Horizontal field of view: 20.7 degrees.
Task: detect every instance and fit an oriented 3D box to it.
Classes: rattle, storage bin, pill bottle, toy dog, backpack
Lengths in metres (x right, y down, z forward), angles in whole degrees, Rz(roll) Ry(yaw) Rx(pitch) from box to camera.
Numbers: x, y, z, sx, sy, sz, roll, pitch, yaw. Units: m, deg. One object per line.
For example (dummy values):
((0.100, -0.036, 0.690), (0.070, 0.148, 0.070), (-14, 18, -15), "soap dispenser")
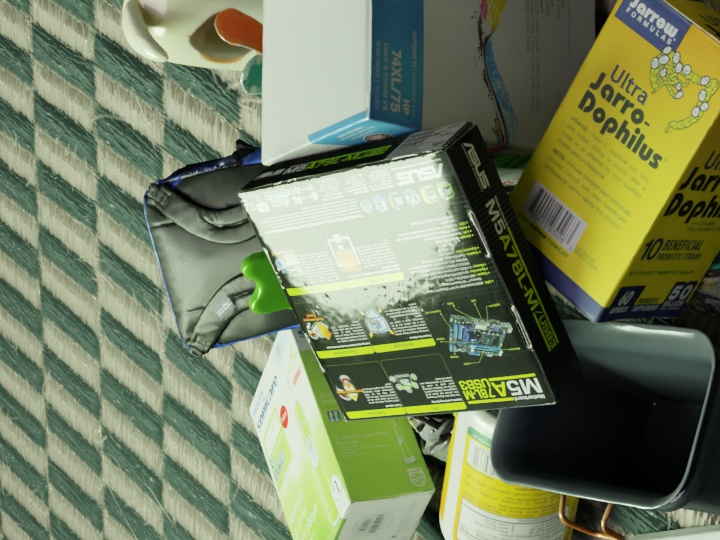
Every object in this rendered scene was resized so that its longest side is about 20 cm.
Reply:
((-0.013, -0.139, 1.505), (0.131, 0.141, 0.201), (-87, -17, -44), "rattle")
((0.210, 0.126, 1.403), (0.199, 0.134, 0.147), (2, 73, 54), "storage bin")
((0.123, 0.173, 1.593), (0.113, 0.112, 0.202), (37, 135, 38), "pill bottle")
((-0.082, -0.213, 1.617), (0.199, 0.194, 0.140), (23, 119, 4), "toy dog")
((-0.060, -0.040, 1.690), (0.198, 0.168, 0.164), (-13, 103, 23), "backpack")

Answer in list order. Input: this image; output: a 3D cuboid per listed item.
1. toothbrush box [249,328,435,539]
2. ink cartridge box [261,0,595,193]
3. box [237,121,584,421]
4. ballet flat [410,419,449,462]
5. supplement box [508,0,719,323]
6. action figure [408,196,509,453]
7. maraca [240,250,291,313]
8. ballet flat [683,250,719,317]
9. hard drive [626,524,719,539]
((-0.020, 0.158, 1.759), (0.146, 0.085, 0.201), (113, 146, -47), "toothbrush box")
((0.050, -0.145, 1.411), (0.146, 0.198, 0.148), (-17, 69, 56), "ink cartridge box")
((0.032, 0.007, 1.347), (0.199, 0.048, 0.194), (-10, 115, 43), "box")
((0.063, 0.099, 1.625), (0.063, 0.068, 0.201), (15, 148, 17), "ballet flat")
((0.196, -0.077, 1.305), (0.109, 0.108, 0.201), (43, 118, 31), "supplement box")
((0.086, 0.048, 1.460), (0.069, 0.130, 0.202), (19, 106, -3), "action figure")
((0.000, 0.000, 1.510), (0.138, 0.199, 0.107), (-62, 38, 16), "maraca")
((0.197, -0.021, 1.429), (0.200, 0.072, 0.073), (35, 134, 41), "ballet flat")
((0.290, 0.255, 1.485), (0.199, 0.026, 0.133), (-20, 91, 55), "hard drive")
